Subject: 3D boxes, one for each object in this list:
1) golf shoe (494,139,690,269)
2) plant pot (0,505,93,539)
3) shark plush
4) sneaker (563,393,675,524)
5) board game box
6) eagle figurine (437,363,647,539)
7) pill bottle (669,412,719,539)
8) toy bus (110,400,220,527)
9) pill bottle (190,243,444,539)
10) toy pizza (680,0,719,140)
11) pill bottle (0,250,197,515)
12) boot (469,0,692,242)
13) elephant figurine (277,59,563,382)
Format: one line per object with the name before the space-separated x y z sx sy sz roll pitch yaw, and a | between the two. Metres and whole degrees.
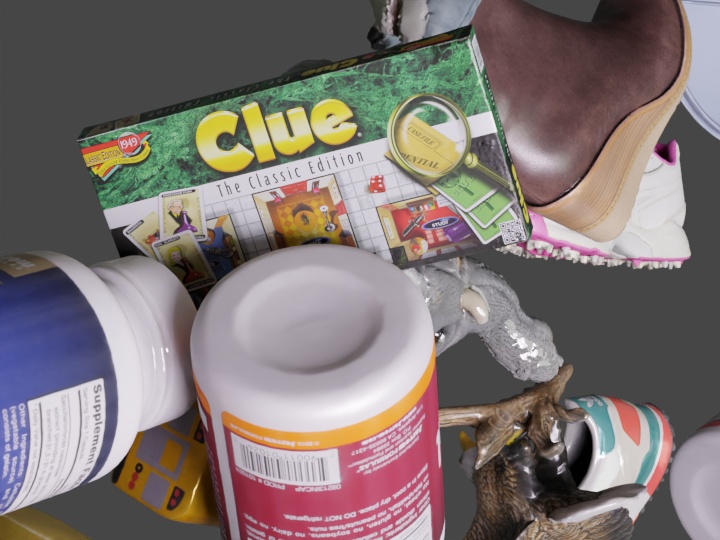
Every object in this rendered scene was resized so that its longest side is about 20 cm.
golf shoe | 0.140 -0.048 1.301 0.199 0.075 0.092 2 94 -55
plant pot | -0.146 0.222 1.003 0.196 0.194 0.200 -51 130 -19
shark plush | 0.073 -0.177 1.132 0.200 0.083 0.091 -33 127 -37
sneaker | 0.135 0.175 1.413 0.093 0.070 0.201 18 97 -34
board game box | -0.027 -0.042 0.996 0.023 0.198 0.105 -63 137 -67
eagle figurine | 0.092 0.157 1.285 0.151 0.150 0.201 -75 171 -61
pill bottle | 0.335 0.133 1.570 0.199 0.119 0.120 -30 129 -37
toy bus | -0.046 0.103 1.139 0.199 0.078 0.066 16 96 -52
pill bottle | -0.016 0.095 1.007 0.113 0.113 0.201 -39 143 -31
toy pizza | 0.287 -0.172 1.372 0.198 0.032 0.202 -3 108 -10
pill bottle | -0.168 0.053 0.943 0.199 0.111 0.112 -17 121 -45
boot | 0.114 -0.133 1.214 0.166 0.072 0.201 38 53 -33
elephant figurine | 0.000 0.000 1.089 0.142 0.154 0.201 -51 135 -51
